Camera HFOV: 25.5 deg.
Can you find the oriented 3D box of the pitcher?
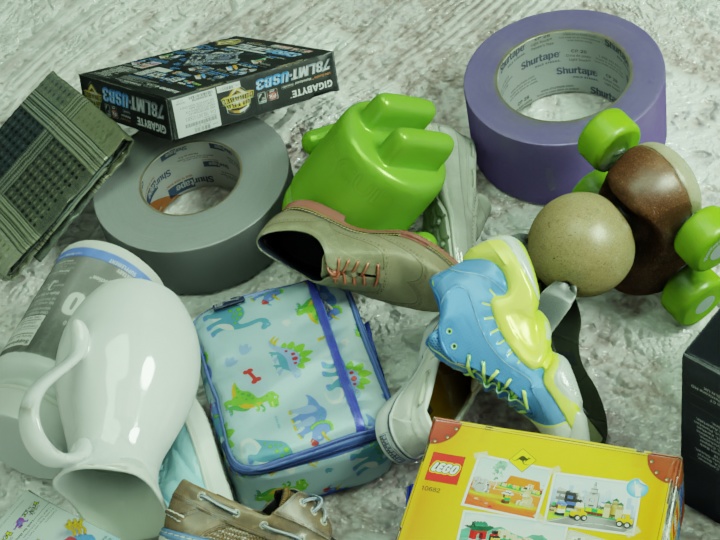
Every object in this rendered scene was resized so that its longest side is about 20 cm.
[{"bbox_3d":[-0.208,0.096,1.298,0.121,0.172,0.201,-15,50,22],"label":"pitcher"}]

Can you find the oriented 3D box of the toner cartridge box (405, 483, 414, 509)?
[{"bbox_3d":[0.134,0.220,1.276,0.198,0.043,0.095,-2,49,11],"label":"toner cartridge box"}]

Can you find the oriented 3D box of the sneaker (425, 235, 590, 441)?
[{"bbox_3d":[0.114,0.077,1.298,0.104,0.076,0.201,-20,75,2],"label":"sneaker"}]

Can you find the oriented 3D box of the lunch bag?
[{"bbox_3d":[-0.056,0.102,1.401,0.160,0.083,0.201,-14,48,-6],"label":"lunch bag"}]

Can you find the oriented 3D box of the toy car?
[{"bbox_3d":[0.198,-0.015,1.391,0.199,0.158,0.164,-29,58,-19],"label":"toy car"}]

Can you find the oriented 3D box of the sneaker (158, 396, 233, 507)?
[{"bbox_3d":[-0.155,0.181,1.354,0.081,0.074,0.201,-17,46,-7],"label":"sneaker"}]

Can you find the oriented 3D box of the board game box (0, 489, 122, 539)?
[{"bbox_3d":[-0.209,0.277,1.258,0.199,0.103,0.105,21,55,28],"label":"board game box"}]

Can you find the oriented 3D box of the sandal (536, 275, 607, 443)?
[{"bbox_3d":[0.156,0.078,1.387,0.079,0.057,0.202,9,53,-28],"label":"sandal"}]

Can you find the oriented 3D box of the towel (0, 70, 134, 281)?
[{"bbox_3d":[-0.331,-0.095,1.624,0.193,0.035,0.200,-48,44,-2],"label":"towel"}]

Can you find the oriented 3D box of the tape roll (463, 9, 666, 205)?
[{"bbox_3d":[0.205,-0.164,1.583,0.198,0.085,0.201,-6,48,7],"label":"tape roll"}]

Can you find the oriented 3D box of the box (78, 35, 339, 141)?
[{"bbox_3d":[-0.157,-0.192,1.631,0.198,0.050,0.200,-19,23,-32],"label":"box"}]

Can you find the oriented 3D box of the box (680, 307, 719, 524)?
[{"bbox_3d":[0.348,0.086,1.243,0.117,0.201,0.197,27,58,31],"label":"box"}]

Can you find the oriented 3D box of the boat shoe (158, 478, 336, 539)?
[{"bbox_3d":[-0.057,0.210,1.256,0.199,0.072,0.073,13,84,-16],"label":"boat shoe"}]

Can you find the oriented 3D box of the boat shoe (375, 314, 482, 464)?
[{"bbox_3d":[0.082,0.086,1.358,0.070,0.071,0.200,-28,13,39],"label":"boat shoe"}]

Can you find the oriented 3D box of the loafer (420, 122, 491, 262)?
[{"bbox_3d":[0.094,-0.055,1.518,0.069,0.070,0.201,8,56,-20],"label":"loafer"}]

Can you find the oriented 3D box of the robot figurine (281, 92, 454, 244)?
[{"bbox_3d":[0.001,-0.076,1.486,0.115,0.200,0.176,1,50,-41],"label":"robot figurine"}]

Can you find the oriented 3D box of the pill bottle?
[{"bbox_3d":[-0.263,0.081,1.441,0.113,0.114,0.201,9,51,19],"label":"pill bottle"}]

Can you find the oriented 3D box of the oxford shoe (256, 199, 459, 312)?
[{"bbox_3d":[0.000,0.000,1.400,0.199,0.071,0.075,18,28,22],"label":"oxford shoe"}]

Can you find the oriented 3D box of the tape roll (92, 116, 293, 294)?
[{"bbox_3d":[-0.162,-0.070,1.590,0.199,0.066,0.201,-7,47,7],"label":"tape roll"}]

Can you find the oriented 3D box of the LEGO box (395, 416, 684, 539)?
[{"bbox_3d":[0.134,0.205,1.207,0.199,0.077,0.150,8,51,19],"label":"LEGO box"}]
